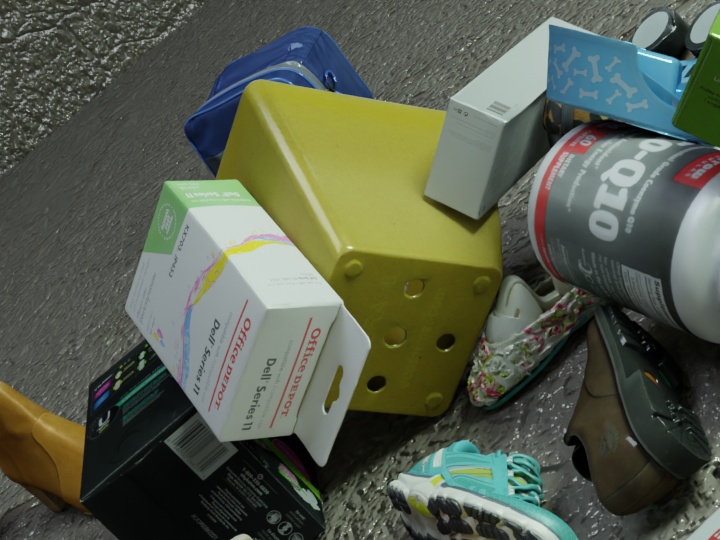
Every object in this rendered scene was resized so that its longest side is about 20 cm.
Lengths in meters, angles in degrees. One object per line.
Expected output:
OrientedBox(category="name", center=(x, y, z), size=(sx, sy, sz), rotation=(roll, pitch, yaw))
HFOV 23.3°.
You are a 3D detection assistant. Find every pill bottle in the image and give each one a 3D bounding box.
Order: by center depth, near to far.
OrientedBox(category="pill bottle", center=(0.208, -0.021, 1.094), size=(0.114, 0.114, 0.199), rotation=(-46, 36, -15))

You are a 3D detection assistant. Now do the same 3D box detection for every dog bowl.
OrientedBox(category="dog bowl", center=(0.212, -0.112, 1.135), size=(0.111, 0.198, 0.050), rotation=(-24, -50, -76))

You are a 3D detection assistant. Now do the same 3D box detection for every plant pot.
OrientedBox(category="plant pot", center=(0.000, 0.000, 1.314), size=(0.201, 0.198, 0.177), rotation=(-69, 29, 28))

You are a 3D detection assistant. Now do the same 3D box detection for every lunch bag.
OrientedBox(category="lunch bag", center=(-0.088, -0.168, 1.948), size=(0.199, 0.136, 0.133), rotation=(-22, 27, 39))

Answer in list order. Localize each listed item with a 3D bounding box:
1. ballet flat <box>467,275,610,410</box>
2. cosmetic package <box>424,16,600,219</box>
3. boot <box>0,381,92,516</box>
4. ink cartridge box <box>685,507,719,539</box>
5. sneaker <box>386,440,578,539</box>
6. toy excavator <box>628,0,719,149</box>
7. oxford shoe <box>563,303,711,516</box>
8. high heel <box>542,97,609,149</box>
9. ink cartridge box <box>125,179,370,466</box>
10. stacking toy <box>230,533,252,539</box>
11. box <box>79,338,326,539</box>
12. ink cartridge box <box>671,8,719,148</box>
OrientedBox(category="ballet flat", center=(0.141, 0.013, 1.266), size=(0.200, 0.064, 0.076), rotation=(-42, 17, -1))
OrientedBox(category="cosmetic package", center=(0.116, -0.118, 1.309), size=(0.200, 0.050, 0.083), rotation=(-42, -30, -54))
OrientedBox(category="boot", center=(-0.287, 0.158, 1.627), size=(0.200, 0.144, 0.071), rotation=(-18, 30, 47))
OrientedBox(category="ink cartridge box", center=(0.203, 0.183, 0.774), size=(0.146, 0.083, 0.200), rotation=(-42, 19, -6))
OrientedBox(category="sneaker", center=(0.082, 0.144, 1.097), size=(0.079, 0.078, 0.200), rotation=(-37, 18, -15))
OrientedBox(category="toy excavator", center=(0.252, -0.087, 1.259), size=(0.194, 0.100, 0.201), rotation=(2, 59, 59))
OrientedBox(category="oxford shoe", center=(0.157, 0.083, 1.089), size=(0.084, 0.072, 0.200), rotation=(-47, 12, 19))
OrientedBox(category="high heel", center=(0.186, -0.123, 1.334), size=(0.071, 0.144, 0.200), rotation=(9, 30, 18))
OrientedBox(category="ink cartridge box", center=(-0.083, 0.037, 1.223), size=(0.200, 0.067, 0.118), rotation=(47, 127, 41))
OrientedBox(category="stacking toy", center=(0.020, 0.212, 1.002), size=(0.198, 0.148, 0.146), rotation=(-9, 25, 3))
OrientedBox(category="box", center=(-0.124, 0.142, 1.357), size=(0.124, 0.149, 0.200), rotation=(-39, 20, 8))
OrientedBox(category="ink cartridge box", center=(0.303, -0.111, 1.025), size=(0.148, 0.198, 0.076), rotation=(-57, -12, -40))
